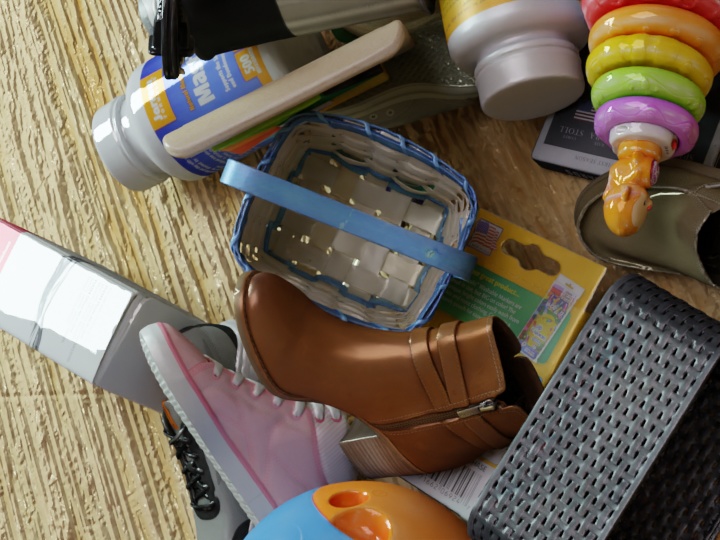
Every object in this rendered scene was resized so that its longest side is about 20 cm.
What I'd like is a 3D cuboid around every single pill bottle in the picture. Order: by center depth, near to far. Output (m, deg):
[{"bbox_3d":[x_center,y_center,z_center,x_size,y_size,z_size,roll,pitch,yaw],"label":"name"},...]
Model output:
[{"bbox_3d":[0.109,-0.219,1.201,0.109,0.109,0.201,-19,71,28],"label":"pill bottle"},{"bbox_3d":[-0.128,-0.144,1.373,0.199,0.112,0.113,-25,59,24],"label":"pill bottle"}]

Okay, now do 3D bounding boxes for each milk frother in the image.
[{"bbox_3d":[-0.052,-0.216,1.182,0.187,0.181,0.201,-10,55,13],"label":"milk frother"}]

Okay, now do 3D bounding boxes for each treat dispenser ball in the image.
[{"bbox_3d":[0.001,0.240,1.070,0.200,0.201,0.202,-14,64,31],"label":"treat dispenser ball"}]

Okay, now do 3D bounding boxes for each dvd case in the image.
[{"bbox_3d":[0.224,-0.155,1.183,0.150,0.025,0.201,17,82,39],"label":"dvd case"}]

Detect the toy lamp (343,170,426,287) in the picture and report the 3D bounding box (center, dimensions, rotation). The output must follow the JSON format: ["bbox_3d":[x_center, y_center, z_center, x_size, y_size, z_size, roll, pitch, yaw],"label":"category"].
[{"bbox_3d":[0.000,0.000,1.260,0.058,0.058,0.201,34,92,39],"label":"toy lamp"}]

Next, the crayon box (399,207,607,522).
[{"bbox_3d":[0.095,0.071,1.167,0.125,0.051,0.201,28,90,39],"label":"crayon box"}]

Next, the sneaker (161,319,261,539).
[{"bbox_3d":[-0.120,0.139,1.258,0.074,0.079,0.202,-13,77,52],"label":"sneaker"}]

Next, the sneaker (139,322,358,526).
[{"bbox_3d":[-0.075,0.102,1.197,0.104,0.201,0.075,-36,14,-10],"label":"sneaker"}]

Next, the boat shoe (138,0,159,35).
[{"bbox_3d":[-0.126,-0.272,1.413,0.064,0.075,0.202,-11,35,34],"label":"boat shoe"}]

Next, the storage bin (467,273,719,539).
[{"bbox_3d":[0.176,0.120,1.035,0.094,0.135,0.201,32,92,39],"label":"storage bin"}]

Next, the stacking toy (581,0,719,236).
[{"bbox_3d":[0.191,-0.115,1.079,0.109,0.116,0.201,6,68,16],"label":"stacking toy"}]

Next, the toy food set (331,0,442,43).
[{"bbox_3d":[0.044,-0.274,1.343,0.199,0.049,0.199,-36,55,19],"label":"toy food set"}]

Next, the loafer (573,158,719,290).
[{"bbox_3d":[0.228,-0.029,1.086,0.199,0.076,0.067,0,29,35],"label":"loafer"}]

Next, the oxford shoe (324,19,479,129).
[{"bbox_3d":[0.055,-0.151,1.285,0.199,0.058,0.076,-15,56,14],"label":"oxford shoe"}]

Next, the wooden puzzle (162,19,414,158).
[{"bbox_3d":[-0.044,-0.128,1.190,0.184,0.200,0.037,-26,96,6],"label":"wooden puzzle"}]

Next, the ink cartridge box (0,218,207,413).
[{"bbox_3d":[-0.215,0.043,1.339,0.199,0.145,0.084,25,87,39],"label":"ink cartridge box"}]

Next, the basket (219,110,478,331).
[{"bbox_3d":[-0.008,-0.034,1.129,0.175,0.200,0.140,23,94,-1],"label":"basket"}]

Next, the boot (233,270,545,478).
[{"bbox_3d":[0.022,0.059,1.073,0.155,0.200,0.077,-19,27,36],"label":"boot"}]
